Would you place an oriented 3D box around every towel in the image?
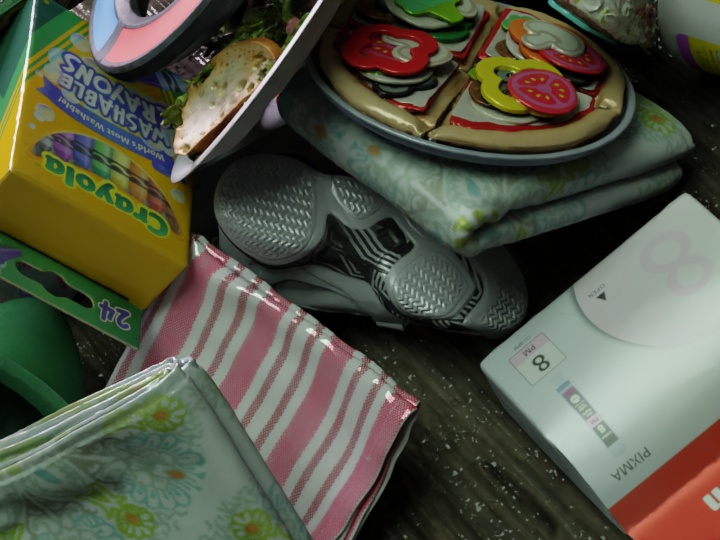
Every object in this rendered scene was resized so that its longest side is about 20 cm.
[{"bbox_3d":[-0.120,0.157,1.437,0.171,0.201,0.048,-24,21,18],"label":"towel"},{"bbox_3d":[-0.068,0.087,1.514,0.200,0.030,0.147,36,104,29],"label":"towel"},{"bbox_3d":[0.076,-0.084,1.546,0.199,0.048,0.171,-18,39,-37],"label":"towel"}]

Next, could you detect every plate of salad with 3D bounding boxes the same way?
[{"bbox_3d":[-0.060,-0.139,1.517,0.200,0.048,0.200,-53,11,14],"label":"plate of salad"}]

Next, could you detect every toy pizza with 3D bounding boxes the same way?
[{"bbox_3d":[0.066,-0.123,1.518,0.199,0.032,0.201,8,32,-5],"label":"toy pizza"}]

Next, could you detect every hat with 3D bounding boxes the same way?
[{"bbox_3d":[-0.198,0.041,1.590,0.165,0.201,0.176,18,46,11],"label":"hat"}]

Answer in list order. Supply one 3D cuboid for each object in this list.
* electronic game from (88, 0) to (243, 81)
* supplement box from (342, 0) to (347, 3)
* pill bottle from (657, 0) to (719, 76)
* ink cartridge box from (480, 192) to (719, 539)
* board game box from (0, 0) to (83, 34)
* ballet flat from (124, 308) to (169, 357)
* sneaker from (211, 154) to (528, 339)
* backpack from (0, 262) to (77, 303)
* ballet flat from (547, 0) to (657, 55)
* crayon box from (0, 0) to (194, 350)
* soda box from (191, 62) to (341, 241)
[{"bbox_3d":[-0.099,-0.202,1.540,0.200,0.042,0.201,-40,33,33],"label":"electronic game"},{"bbox_3d":[-0.025,-0.245,1.698,0.199,0.110,0.109,-29,46,-25],"label":"supplement box"},{"bbox_3d":[0.282,-0.147,1.529,0.199,0.104,0.104,22,68,35],"label":"pill bottle"},{"bbox_3d":[0.186,0.069,1.456,0.162,0.057,0.200,-39,45,-5],"label":"ink cartridge box"},{"bbox_3d":[-0.212,-0.170,1.643,0.200,0.105,0.023,-39,85,-28],"label":"board game box"},{"bbox_3d":[-0.084,0.070,1.568,0.199,0.067,0.063,17,69,34],"label":"ballet flat"},{"bbox_3d":[0.000,0.000,1.576,0.199,0.115,0.075,21,65,-4],"label":"sneaker"},{"bbox_3d":[-0.281,-0.006,1.668,0.199,0.167,0.127,-30,54,-23],"label":"backpack"},{"bbox_3d":[0.153,-0.168,1.555,0.075,0.200,0.064,33,96,4],"label":"ballet flat"},{"bbox_3d":[-0.163,-0.062,1.550,0.052,0.125,0.201,-42,31,33],"label":"crayon box"},{"bbox_3d":[-0.070,-0.083,1.672,0.199,0.064,0.068,-29,48,3],"label":"soda box"}]
